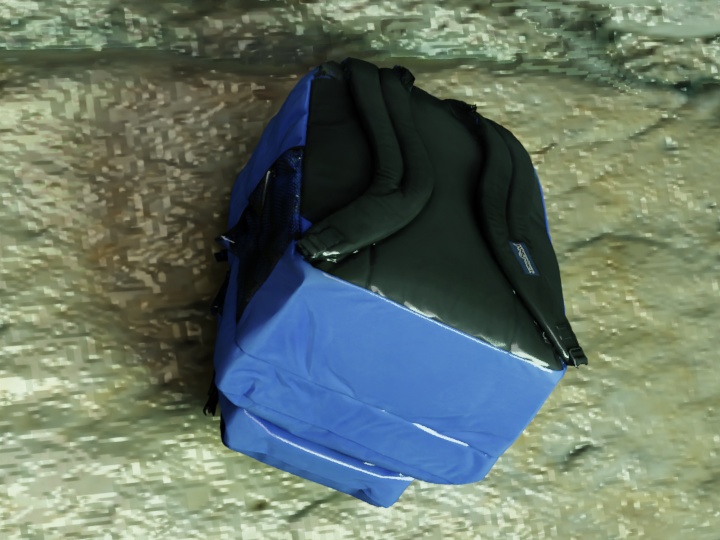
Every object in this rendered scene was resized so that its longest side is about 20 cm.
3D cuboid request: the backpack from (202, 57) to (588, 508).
[{"bbox_3d":[0.000,0.000,1.261,0.162,0.168,0.200,27,37,-22],"label":"backpack"}]
